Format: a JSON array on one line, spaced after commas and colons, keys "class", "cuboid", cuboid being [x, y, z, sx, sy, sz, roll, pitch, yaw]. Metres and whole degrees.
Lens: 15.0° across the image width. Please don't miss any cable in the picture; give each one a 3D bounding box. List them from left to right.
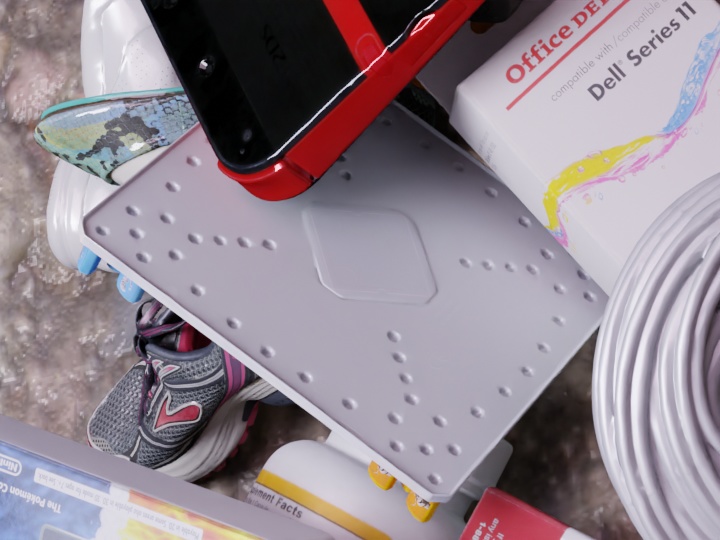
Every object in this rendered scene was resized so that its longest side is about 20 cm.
[{"class": "cable", "cuboid": [0.193, 0.050, 1.152, 0.200, 0.069, 0.200, -30, 91, -7]}]

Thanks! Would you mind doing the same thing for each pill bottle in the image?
[{"class": "pill bottle", "cuboid": [-0.013, 0.148, 1.249, 0.113, 0.113, 0.200, 25, 84, 33]}]

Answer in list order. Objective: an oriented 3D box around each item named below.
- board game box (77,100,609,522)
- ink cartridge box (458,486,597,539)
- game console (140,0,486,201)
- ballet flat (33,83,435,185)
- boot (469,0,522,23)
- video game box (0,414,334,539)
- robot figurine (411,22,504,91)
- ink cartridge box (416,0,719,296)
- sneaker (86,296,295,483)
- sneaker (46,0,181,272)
[{"class": "board game box", "cuboid": [0.000, 0.000, 1.237, 0.200, 0.200, 0.026, 36, 132, 9]}, {"class": "ink cartridge box", "cuboid": [0.114, 0.204, 1.177, 0.200, 0.084, 0.145, 26, 85, 32]}, {"class": "game console", "cuboid": [-0.023, -0.147, 1.228, 0.177, 0.031, 0.200, -43, 50, 19]}, {"class": "ballet flat", "cuboid": [-0.060, -0.059, 1.350, 0.199, 0.074, 0.074, -8, 65, 0]}, {"class": "boot", "cuboid": [0.050, -0.198, 1.277, 0.151, 0.073, 0.200, -46, 34, -14]}, {"class": "video game box", "cuboid": [-0.116, 0.174, 1.174, 0.200, 0.047, 0.183, 16, 101, 35]}, {"class": "robot figurine", "cuboid": [0.044, -0.146, 1.349, 0.145, 0.058, 0.200, -40, 53, -23]}, {"class": "ink cartridge box", "cuboid": [0.120, -0.070, 1.229, 0.117, 0.067, 0.200, -42, 85, -7]}, {"class": "sneaker", "cuboid": [-0.081, 0.041, 1.316, 0.200, 0.074, 0.081, -40, 44, 47]}, {"class": "sneaker", "cuboid": [-0.100, -0.094, 1.422, 0.088, 0.075, 0.201, 5, 81, 19]}]
